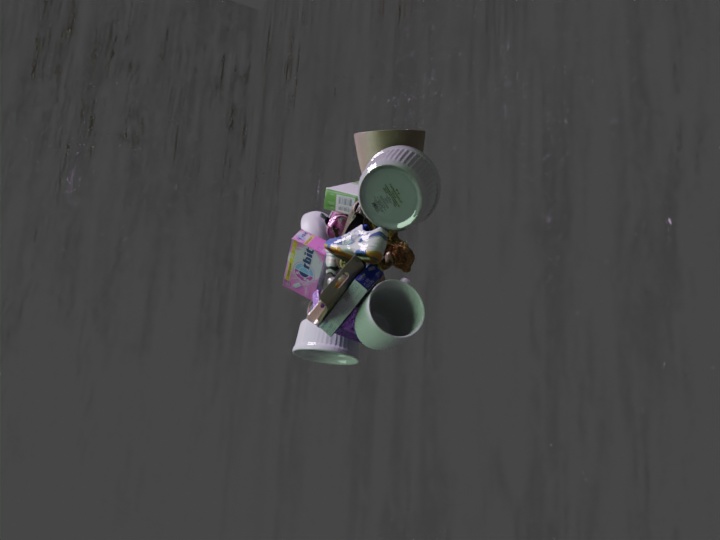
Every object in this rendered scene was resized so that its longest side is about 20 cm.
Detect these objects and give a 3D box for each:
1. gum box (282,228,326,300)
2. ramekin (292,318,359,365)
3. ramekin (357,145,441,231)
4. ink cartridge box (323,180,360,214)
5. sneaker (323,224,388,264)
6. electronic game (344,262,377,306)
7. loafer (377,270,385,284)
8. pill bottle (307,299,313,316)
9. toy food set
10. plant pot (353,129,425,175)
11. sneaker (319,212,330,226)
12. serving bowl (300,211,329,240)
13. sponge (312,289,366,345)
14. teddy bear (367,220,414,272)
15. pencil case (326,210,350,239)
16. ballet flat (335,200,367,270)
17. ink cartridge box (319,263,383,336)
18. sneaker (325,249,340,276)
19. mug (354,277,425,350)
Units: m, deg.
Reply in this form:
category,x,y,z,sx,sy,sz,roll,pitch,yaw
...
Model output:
category,x,y,z,sx,sy,sz,roll,pitch,yaw
gum box,-0.163,-0.011,1.737,0.066,0.113,0.201,-52,-16,-51
ramekin,-0.094,0.208,1.662,0.200,0.199,0.099,-29,49,60
ramekin,0.087,-0.189,1.357,0.201,0.199,0.105,-65,-8,32
ink cartridge box,-0.004,-0.203,1.578,0.103,0.200,0.060,16,112,25
sneaker,-0.006,-0.069,1.406,0.199,0.075,0.089,8,70,44
electronic game,0.000,0.000,1.544,0.200,0.041,0.202,-177,90,-67
loafer,0.018,-0.017,1.634,0.076,0.068,0.201,-64,30,33
pill bottle,-0.076,0.118,1.736,0.200,0.119,0.121,-23,61,61
toy food set,-0.071,0.048,1.415,0.144,0.060,0.200,-49,-3,-23
plant pot,0.077,-0.257,1.480,0.187,0.186,0.202,-160,67,-65
sneaker,-0.068,-0.167,1.783,0.078,0.139,0.201,-65,30,28
serving bowl,-0.104,-0.107,1.823,0.065,0.200,0.202,-27,52,24
sponge,-0.043,0.134,1.568,0.030,0.199,0.112,-43,40,29
teddy bear,0.062,-0.071,1.496,0.201,0.066,0.145,63,142,28
pencil case,-0.049,-0.127,1.577,0.200,0.086,0.084,-93,3,-75
ballet flat,-0.019,-0.086,1.465,0.046,0.067,0.202,-94,21,-69
ink cartridge box,-0.025,0.075,1.416,0.200,0.044,0.094,-52,-5,39
sneaker,-0.059,-0.014,1.687,0.073,0.200,0.081,6,85,22
mug,0.071,0.104,1.418,0.201,0.147,0.175,-60,4,-30
